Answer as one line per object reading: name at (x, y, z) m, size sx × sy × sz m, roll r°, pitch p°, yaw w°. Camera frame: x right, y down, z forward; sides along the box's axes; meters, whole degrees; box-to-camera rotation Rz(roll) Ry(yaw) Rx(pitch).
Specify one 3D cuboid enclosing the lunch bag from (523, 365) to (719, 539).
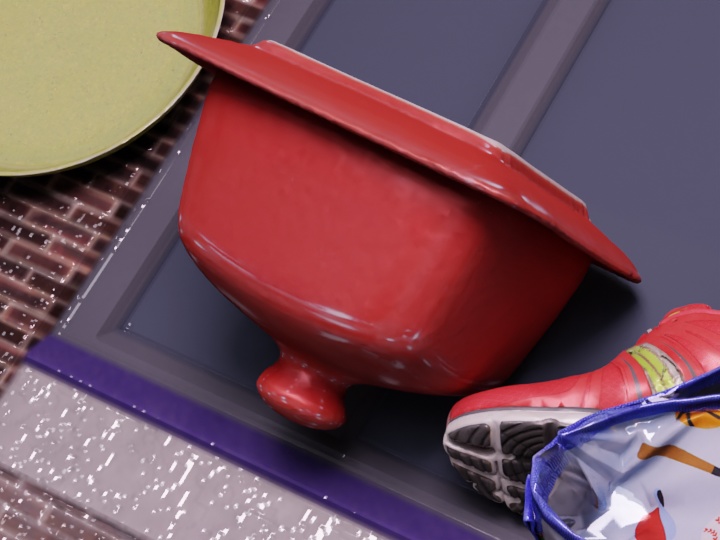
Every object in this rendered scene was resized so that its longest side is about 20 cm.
lunch bag at (0.167, 0.123, 0.767) m, size 0.198 × 0.171 × 0.125 m, roll 6°, pitch 59°, yaw 16°

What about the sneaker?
sneaker at (0.134, 0.057, 0.880) m, size 0.198 × 0.077 × 0.085 m, roll -6°, pitch 48°, yaw 1°

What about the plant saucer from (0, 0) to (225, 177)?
plant saucer at (-0.166, -0.129, 1.068) m, size 0.198 × 0.031 × 0.202 m, roll -5°, pitch 60°, yaw 9°

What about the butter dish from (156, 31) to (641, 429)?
butter dish at (0.000, 0.000, 0.889) m, size 0.199 × 0.199 × 0.149 m, roll 26°, pitch 92°, yaw 25°
